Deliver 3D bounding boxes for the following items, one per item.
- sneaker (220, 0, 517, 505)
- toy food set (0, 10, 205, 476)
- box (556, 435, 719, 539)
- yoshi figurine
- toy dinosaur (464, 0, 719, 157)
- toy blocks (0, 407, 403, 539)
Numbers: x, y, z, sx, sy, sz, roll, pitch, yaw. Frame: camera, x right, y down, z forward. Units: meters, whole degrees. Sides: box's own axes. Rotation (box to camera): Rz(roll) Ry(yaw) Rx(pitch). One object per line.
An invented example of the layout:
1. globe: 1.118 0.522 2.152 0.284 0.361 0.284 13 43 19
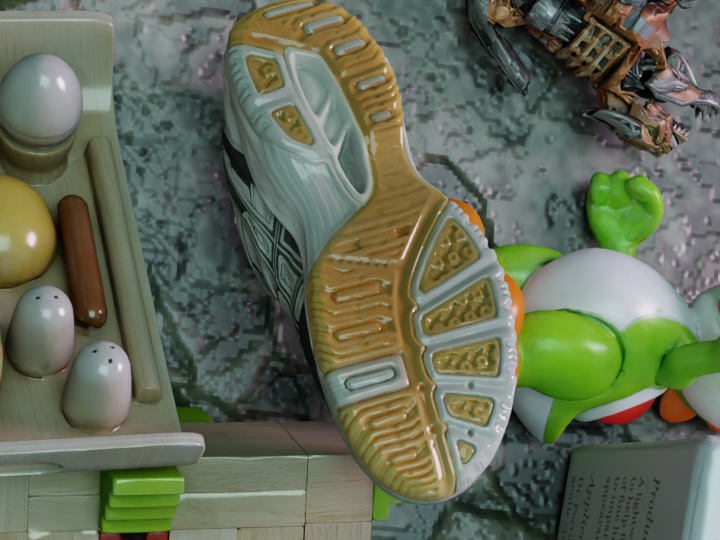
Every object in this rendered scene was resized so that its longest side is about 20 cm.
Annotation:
1. sneaker: 0.000 0.000 0.812 0.075 0.088 0.201 -10 64 -18
2. toy food set: -0.141 -0.012 0.768 0.143 0.061 0.201 -3 51 -17
3. box: 0.176 0.179 0.846 0.199 0.131 0.200 13 82 -15
4. yoshi figurine: 0.124 0.009 0.861 0.199 0.112 0.113 8 76 -18
5. toy dinosaur: 0.091 -0.148 0.876 0.135 0.102 0.200 -34 117 0
6. toy blocks: -0.076 0.128 0.803 0.199 0.100 0.138 0 100 -16
